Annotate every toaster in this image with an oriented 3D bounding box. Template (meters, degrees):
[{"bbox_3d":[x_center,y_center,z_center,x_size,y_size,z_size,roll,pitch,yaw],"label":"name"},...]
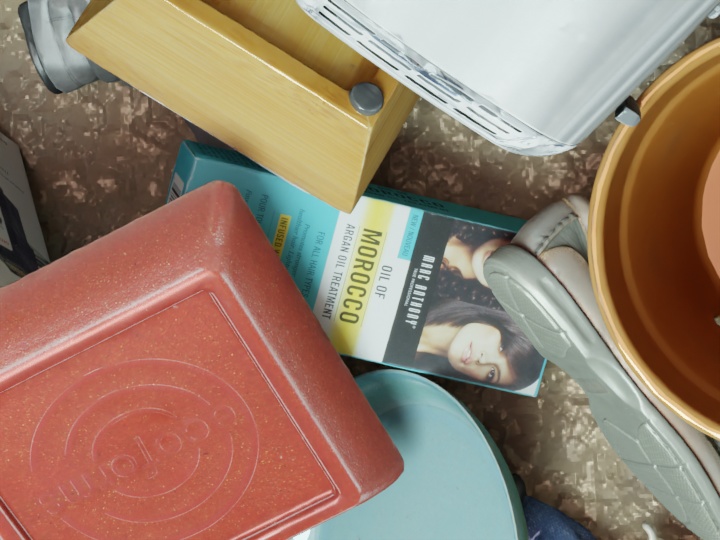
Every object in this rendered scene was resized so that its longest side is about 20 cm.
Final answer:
[{"bbox_3d":[0.058,-0.144,1.131,0.200,0.114,0.129,33,111,-10],"label":"toaster"}]

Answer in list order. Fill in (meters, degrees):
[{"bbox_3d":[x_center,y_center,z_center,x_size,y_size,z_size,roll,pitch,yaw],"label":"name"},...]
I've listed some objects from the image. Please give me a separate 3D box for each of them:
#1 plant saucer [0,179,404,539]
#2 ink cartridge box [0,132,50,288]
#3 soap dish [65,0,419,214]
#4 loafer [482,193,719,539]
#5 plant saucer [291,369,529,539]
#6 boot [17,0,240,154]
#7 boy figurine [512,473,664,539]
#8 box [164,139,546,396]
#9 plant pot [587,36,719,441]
[{"bbox_3d":[-0.103,0.081,1.224,0.200,0.037,0.200,-27,124,6],"label":"plant saucer"},{"bbox_3d":[-0.233,0.018,1.304,0.145,0.200,0.084,-41,129,15],"label":"ink cartridge box"},{"bbox_3d":[-0.022,-0.149,1.237,0.157,0.081,0.200,32,64,-5],"label":"soap dish"},{"bbox_3d":[0.141,0.050,1.271,0.063,0.072,0.200,-45,111,-15],"label":"loafer"},{"bbox_3d":[0.023,0.150,1.298,0.200,0.027,0.200,-5,83,52],"label":"plant saucer"},{"bbox_3d":[-0.103,-0.102,1.337,0.132,0.070,0.200,-7,90,22],"label":"boot"},{"bbox_3d":[0.132,0.193,1.308,0.200,0.064,0.124,37,103,11],"label":"boy figurine"},{"bbox_3d":[0.000,0.000,1.282,0.200,0.049,0.082,12,100,-15],"label":"box"},{"bbox_3d":[0.216,-0.020,1.223,0.200,0.140,0.200,1,96,14],"label":"plant pot"}]
